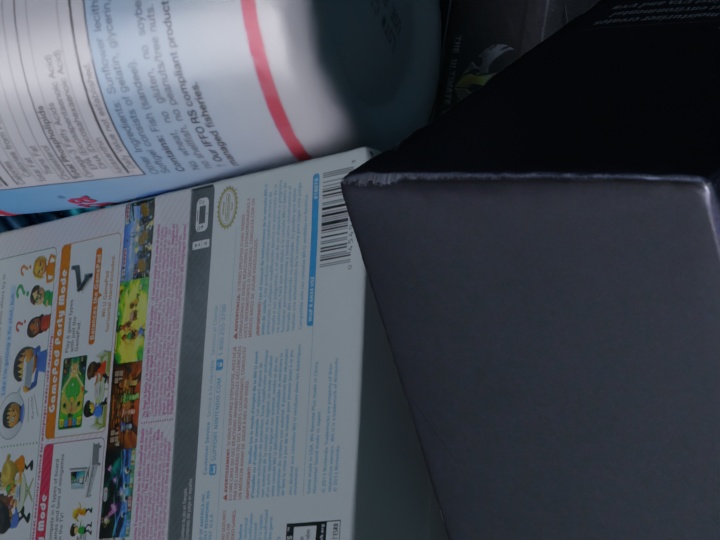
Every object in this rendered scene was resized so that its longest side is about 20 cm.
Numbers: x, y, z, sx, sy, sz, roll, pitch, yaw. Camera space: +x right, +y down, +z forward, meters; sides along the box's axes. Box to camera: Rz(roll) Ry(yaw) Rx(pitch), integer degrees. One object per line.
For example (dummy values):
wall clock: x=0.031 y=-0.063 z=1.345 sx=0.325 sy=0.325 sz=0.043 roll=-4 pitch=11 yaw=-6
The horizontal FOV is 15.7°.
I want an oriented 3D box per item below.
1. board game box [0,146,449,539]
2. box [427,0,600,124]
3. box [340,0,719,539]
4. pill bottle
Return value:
board game box: x=-0.045 y=0.054 z=0.787 sx=0.200 sy=0.064 sz=0.148 roll=-9 pitch=73 yaw=47
box: x=0.000 y=0.000 z=0.853 sx=0.158 sy=0.048 sz=0.201 roll=4 pitch=83 yaw=40
box: x=0.121 y=0.023 z=0.720 sx=0.123 sy=0.198 sz=0.200 roll=3 pitch=119 yaw=42
pill bottle: x=-0.084 y=-0.074 z=0.809 sx=0.199 sy=0.109 sz=0.109 roll=-5 pitch=114 yaw=25
